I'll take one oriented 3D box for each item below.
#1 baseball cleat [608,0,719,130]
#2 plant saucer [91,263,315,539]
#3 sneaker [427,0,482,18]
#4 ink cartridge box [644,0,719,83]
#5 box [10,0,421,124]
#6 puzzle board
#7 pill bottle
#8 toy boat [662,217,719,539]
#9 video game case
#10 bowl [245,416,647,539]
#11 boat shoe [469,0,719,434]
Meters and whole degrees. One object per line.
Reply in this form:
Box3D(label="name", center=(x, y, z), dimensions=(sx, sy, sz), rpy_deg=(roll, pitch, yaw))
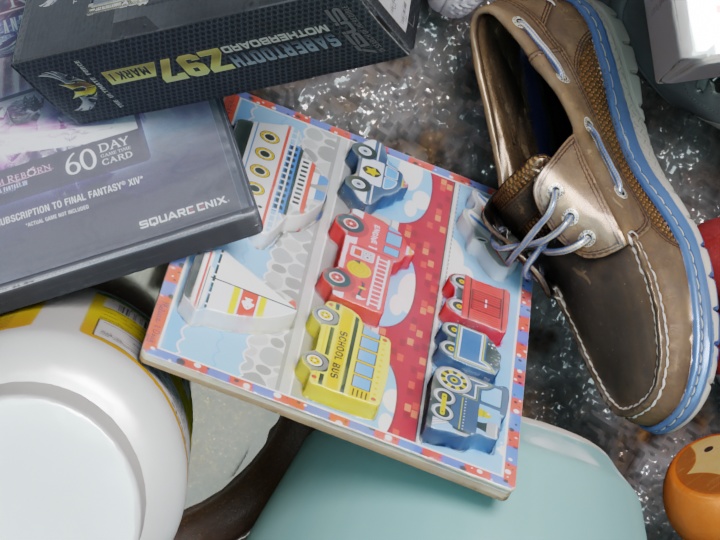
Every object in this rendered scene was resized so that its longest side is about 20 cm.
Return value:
Box3D(label="baseball cleat", center=(0.192, -0.073, 0.917), dimensions=(0.199, 0.106, 0.070), rpy_deg=(30, 100, 8))
Box3D(label="plant saucer", center=(-0.108, 0.035, 0.954), dimensions=(0.199, 0.034, 0.202), rpy_deg=(0, 95, -6))
Box3D(label="sneaker", center=(0.048, -0.218, 0.928), dimensions=(0.113, 0.075, 0.201), rpy_deg=(28, 91, -6))
Box3D(label="ink cartridge box", center=(0.176, -0.183, 0.852), dimensions=(0.144, 0.084, 0.201), rpy_deg=(-8, 88, -1))
Box3D(label="box", center=(-0.045, -0.164, 0.854), dimensions=(0.157, 0.051, 0.201), rpy_deg=(-9, 58, 29))
Box3D(label="puzzle board", center=(0.000, 0.000, 0.888), dimensions=(0.150, 0.200, 0.017), rpy_deg=(22, 123, -7))
Box3D(label="pill bottle", center=(-0.121, 0.072, 0.836), dimensions=(0.112, 0.200, 0.114), rpy_deg=(0, 97, -4))
Box3D(label="toy boat", center=(0.183, 0.074, 0.926), dimensions=(0.130, 0.130, 0.201), rpy_deg=(-28, 96, -22))
Box3D(label="video game case", center=(-0.132, -0.076, 0.889), dimensions=(0.142, 0.019, 0.201), rpy_deg=(-17, 57, -3))
Box3D(label="bowl", center=(0.040, 0.119, 0.910), dimensions=(0.200, 0.201, 0.106), rpy_deg=(13, 73, -6))
Box3D(label="boat shoe", center=(0.088, -0.024, 0.914), dimensions=(0.072, 0.072, 0.201), rpy_deg=(3, 59, -35))
